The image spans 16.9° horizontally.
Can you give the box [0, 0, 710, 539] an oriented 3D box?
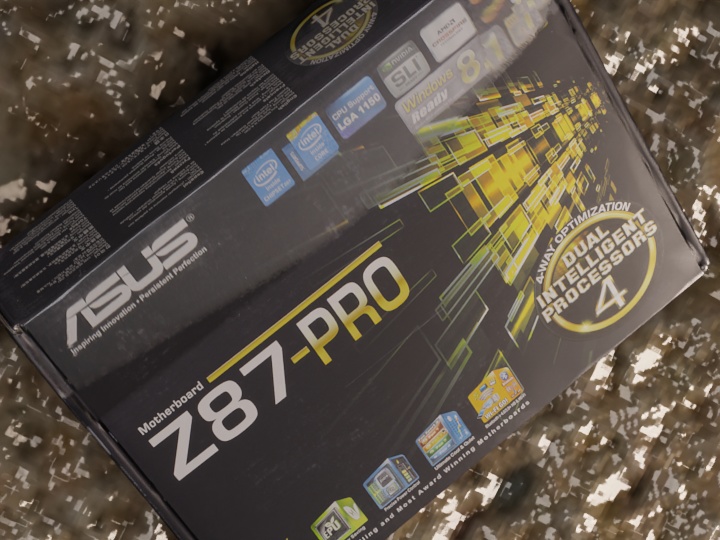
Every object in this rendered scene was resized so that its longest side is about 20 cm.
[{"bbox_3d":[0.000,0.000,0.779,0.200,0.049,0.161,-38,126,-6],"label":"box"}]
